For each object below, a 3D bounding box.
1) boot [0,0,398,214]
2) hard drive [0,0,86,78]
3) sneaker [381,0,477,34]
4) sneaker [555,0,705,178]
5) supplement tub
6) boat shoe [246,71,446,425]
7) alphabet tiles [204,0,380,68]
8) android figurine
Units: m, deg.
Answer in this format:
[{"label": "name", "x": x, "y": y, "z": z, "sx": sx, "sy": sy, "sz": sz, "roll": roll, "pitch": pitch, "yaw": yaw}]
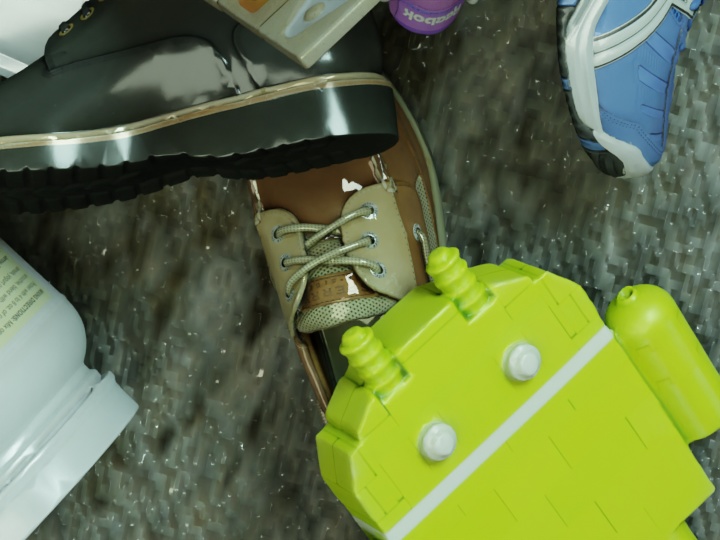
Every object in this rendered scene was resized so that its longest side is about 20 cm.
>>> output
[{"label": "boot", "x": -0.093, "y": -0.099, "z": 0.928, "sx": 0.200, "sy": 0.077, "sz": 0.138, "roll": -7, "pitch": 81, "yaw": -2}, {"label": "hard drive", "x": -0.110, "y": -0.170, "z": 0.971, "sx": 0.132, "sy": 0.026, "sz": 0.200, "roll": 23, "pitch": 108, "yaw": 2}, {"label": "sneaker", "x": 0.047, "y": -0.125, "z": 0.878, "sx": 0.073, "sy": 0.201, "sz": 0.114, "roll": 3, "pitch": 118, "yaw": -14}, {"label": "sneaker", "x": 0.115, "y": -0.131, "z": 0.919, "sx": 0.077, "sy": 0.076, "sz": 0.200, "roll": 5, "pitch": 106, "yaw": 8}, {"label": "supplement tub", "x": -0.202, "y": 0.030, "z": 0.982, "sx": 0.200, "sy": 0.145, "sz": 0.145, "roll": 44, "pitch": 108, "yaw": -5}, {"label": "boat shoe", "x": 0.000, "y": 0.000, "z": 0.978, "sx": 0.076, "sy": 0.074, "sz": 0.200, "roll": -18, "pitch": 103, "yaw": 14}, {"label": "alphabet tiles", "x": -0.001, "y": -0.154, "z": 0.835, "sx": 0.167, "sy": 0.200, "sz": 0.008, "roll": -45, "pitch": 124, "yaw": -5}, {"label": "android figurine", "x": 0.063, "y": 0.080, "z": 0.965, "sx": 0.182, "sy": 0.041, "sz": 0.200, "roll": -41, "pitch": 117, "yaw": -14}]
